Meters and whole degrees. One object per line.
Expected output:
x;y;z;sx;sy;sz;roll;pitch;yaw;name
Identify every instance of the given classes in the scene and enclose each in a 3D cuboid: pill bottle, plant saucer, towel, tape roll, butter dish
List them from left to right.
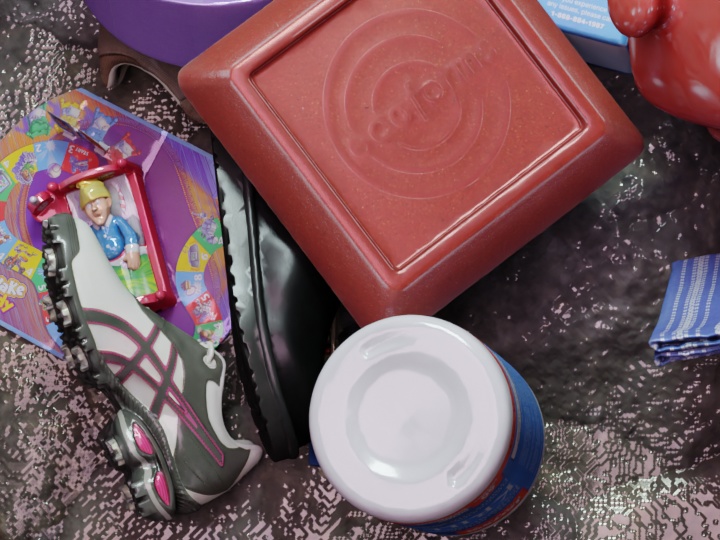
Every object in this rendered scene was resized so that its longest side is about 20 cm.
-0.081;-0.220;1.472;0.199;0.066;0.201;-1;58;2;tape roll
0.031;-0.093;1.375;0.199;0.037;0.200;-37;86;-9;plant saucer
0.045;0.092;1.364;0.112;0.200;0.113;-2;81;13;pill bottle
0.204;-0.152;1.335;0.147;0.199;0.201;-5;105;-27;butter dish
0.263;-0.002;1.355;0.199;0.145;0.024;-13;107;18;towel

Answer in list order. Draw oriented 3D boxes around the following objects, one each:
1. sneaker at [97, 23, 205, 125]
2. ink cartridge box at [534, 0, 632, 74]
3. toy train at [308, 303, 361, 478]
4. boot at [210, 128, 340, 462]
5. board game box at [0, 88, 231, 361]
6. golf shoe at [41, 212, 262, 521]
-0.070;-0.120;1.503;0.199;0.070;0.076;23;109;16;sneaker
0.124;-0.238;1.458;0.145;0.084;0.201;17;85;14;ink cartridge box
-0.015;0.035;1.473;0.046;0.034;0.201;-2;80;16;toy train
0.000;-0.001;1.418;0.157;0.079;0.212;-7;82;-5;boot
-0.163;-0.021;1.510;0.199;0.039;0.159;27;88;16;board game box
-0.133;0.051;1.467;0.088;0.077;0.201;-24;100;-13;golf shoe
